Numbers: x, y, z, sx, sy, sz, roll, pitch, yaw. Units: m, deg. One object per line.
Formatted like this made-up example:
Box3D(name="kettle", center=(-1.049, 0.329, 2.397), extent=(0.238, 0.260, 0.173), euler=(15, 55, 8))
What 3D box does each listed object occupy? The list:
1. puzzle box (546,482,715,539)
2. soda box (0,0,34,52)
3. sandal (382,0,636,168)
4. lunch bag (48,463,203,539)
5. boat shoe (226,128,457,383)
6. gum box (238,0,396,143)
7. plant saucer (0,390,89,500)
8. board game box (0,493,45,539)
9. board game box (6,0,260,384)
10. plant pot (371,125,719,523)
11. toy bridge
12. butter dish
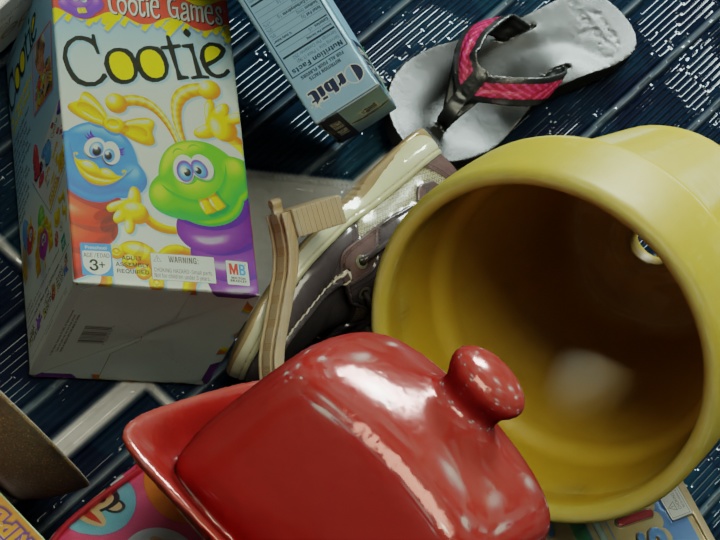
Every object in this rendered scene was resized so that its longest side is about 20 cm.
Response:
Box3D(name="puzzle box", center=(0.153, 0.200, 1.623), extent=(0.133, 0.025, 0.200), euler=(-17, 68, -29))
Box3D(name="soda box", center=(-0.228, -0.141, 1.636), extent=(0.064, 0.068, 0.200), euler=(41, 65, 6))
Box3D(name="sandal", center=(0.090, -0.124, 1.784), extent=(0.200, 0.045, 0.075), euler=(-31, 75, -33))
Box3D(name="lunch bag", center=(-0.055, 0.177, 1.519), extent=(0.200, 0.082, 0.176), euler=(46, 55, 10))
Box3D(name="boat shoe", center=(0.000, 0.000, 1.658), extent=(0.065, 0.072, 0.200), euler=(37, 51, 5))
Box3D(name="gum box", center=(-0.053, -0.170, 1.662), extent=(0.045, 0.170, 0.200), euler=(-31, 87, 2))
Box3D(name="plant saucer", center=(-0.217, 0.049, 1.481), extent=(0.200, 0.200, 0.034), euler=(42, 80, 6))
Box3D(name="board game box", center=(-0.211, 0.088, 1.437), extent=(0.030, 0.200, 0.096), euler=(-44, 118, -8))
Box3D(name="board game box", center=(-0.125, -0.052, 1.619), extent=(0.103, 0.105, 0.200), euler=(4, 60, -20))
Box3D(name="plant pot", center=(0.134, 0.010, 1.635), extent=(0.201, 0.201, 0.189), euler=(42, 33, 7))
Box3D(name="toy bridge", center=(-0.019, 0.058, 1.590), extent=(0.067, 0.027, 0.200), euler=(-19, 95, -29))
Box3D(name="butter dish", center=(0.020, 0.097, 1.443), extent=(0.200, 0.148, 0.199), euler=(47, 20, 11))
